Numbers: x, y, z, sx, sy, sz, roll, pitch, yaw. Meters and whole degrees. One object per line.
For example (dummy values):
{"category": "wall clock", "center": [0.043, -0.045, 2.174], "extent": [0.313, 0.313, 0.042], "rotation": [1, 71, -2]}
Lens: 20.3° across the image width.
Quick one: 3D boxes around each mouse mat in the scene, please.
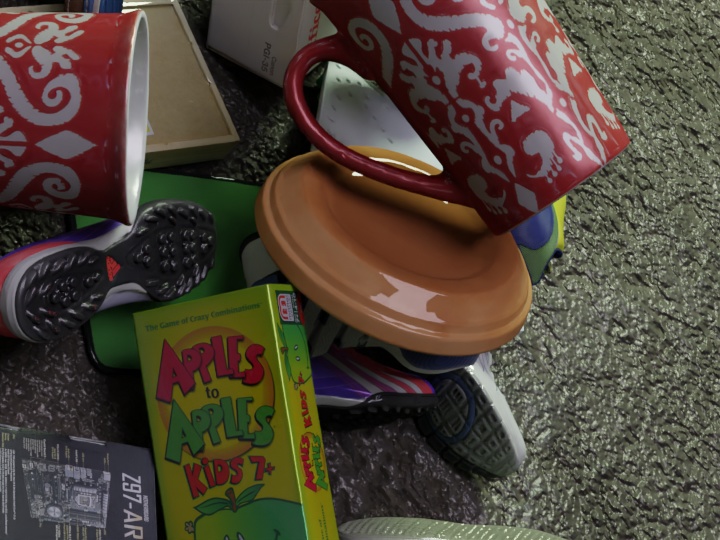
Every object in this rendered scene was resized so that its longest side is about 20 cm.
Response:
{"category": "mouse mat", "center": [-0.114, 0.002, 1.419], "extent": [0.199, 0.008, 0.162], "rotation": [7, 62, -37]}

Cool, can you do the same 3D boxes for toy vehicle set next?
{"category": "toy vehicle set", "center": [-0.190, -0.128, 1.415], "extent": [0.199, 0.026, 0.125], "rotation": [-10, 69, -42]}

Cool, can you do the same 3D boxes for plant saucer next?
{"category": "plant saucer", "center": [0.027, -0.022, 1.343], "extent": [0.199, 0.038, 0.201], "rotation": [19, 32, -12]}

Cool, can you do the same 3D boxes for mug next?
{"category": "mug", "center": [-0.237, -0.100, 1.273], "extent": [0.198, 0.178, 0.135], "rotation": [3, 89, -2]}
{"category": "mug", "center": [0.062, -0.125, 1.332], "extent": [0.201, 0.177, 0.133], "rotation": [54, 30, -2]}

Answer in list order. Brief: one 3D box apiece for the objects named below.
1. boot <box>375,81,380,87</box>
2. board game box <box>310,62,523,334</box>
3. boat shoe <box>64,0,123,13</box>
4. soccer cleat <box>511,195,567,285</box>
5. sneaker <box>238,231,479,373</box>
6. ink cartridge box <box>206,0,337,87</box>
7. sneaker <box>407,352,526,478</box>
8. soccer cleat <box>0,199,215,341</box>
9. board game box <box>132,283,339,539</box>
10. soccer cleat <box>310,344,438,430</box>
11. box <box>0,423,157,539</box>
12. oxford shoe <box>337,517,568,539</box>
{"category": "boot", "center": [0.072, -0.206, 1.603], "extent": [0.200, 0.076, 0.156], "rotation": [32, 57, -45]}
{"category": "board game box", "center": [0.040, -0.054, 1.515], "extent": [0.199, 0.026, 0.200], "rotation": [36, 27, -17]}
{"category": "boat shoe", "center": [-0.200, -0.225, 1.425], "extent": [0.072, 0.073, 0.201], "rotation": [5, 33, -5]}
{"category": "soccer cleat", "center": [0.131, -0.041, 1.552], "extent": [0.200, 0.064, 0.084], "rotation": [-50, 123, -69]}
{"category": "sneaker", "center": [-0.001, 0.000, 1.389], "extent": [0.198, 0.081, 0.116], "rotation": [7, 44, -30]}
{"category": "ink cartridge box", "center": [-0.025, -0.252, 1.528], "extent": [0.082, 0.147, 0.200], "rotation": [28, 43, 17]}
{"category": "sneaker", "center": [0.068, 0.058, 1.488], "extent": [0.087, 0.074, 0.201], "rotation": [-25, 83, -49]}
{"category": "soccer cleat", "center": [-0.175, -0.005, 1.321], "extent": [0.199, 0.073, 0.069], "rotation": [-25, 115, -49]}
{"category": "board game box", "center": [-0.077, 0.117, 1.278], "extent": [0.048, 0.101, 0.202], "rotation": [4, 76, -65]}
{"category": "soccer cleat", "center": [-0.029, 0.069, 1.401], "extent": [0.199, 0.068, 0.074], "rotation": [6, 70, -34]}
{"category": "box", "center": [-0.199, 0.195, 1.213], "extent": [0.159, 0.043, 0.201], "rotation": [13, 58, -33]}
{"category": "oxford shoe", "center": [0.070, 0.208, 1.409], "extent": [0.199, 0.075, 0.058], "rotation": [11, 95, -31]}
